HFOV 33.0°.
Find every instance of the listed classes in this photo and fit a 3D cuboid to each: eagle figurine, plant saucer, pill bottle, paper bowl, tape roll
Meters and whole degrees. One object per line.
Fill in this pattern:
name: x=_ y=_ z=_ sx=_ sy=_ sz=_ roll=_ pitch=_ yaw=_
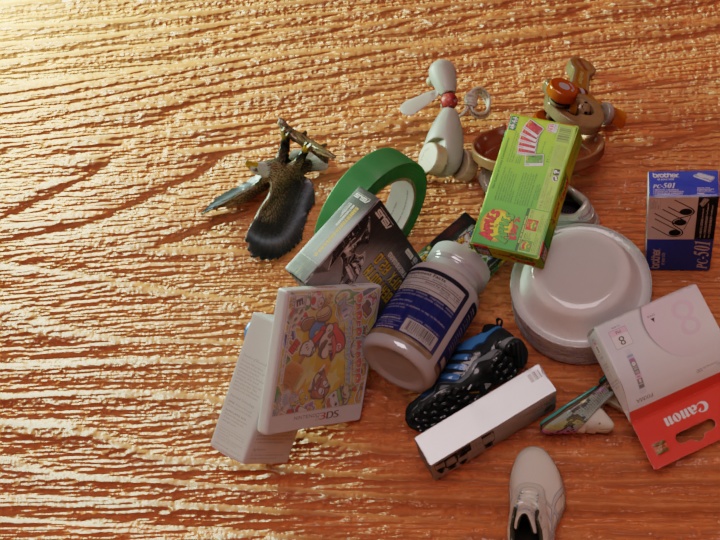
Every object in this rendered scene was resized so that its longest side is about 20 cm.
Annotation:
eagle figurine: x=-0.141 y=-0.133 z=1.912 sx=0.201 sy=0.150 sz=0.152 roll=-60 pitch=19 yaw=11
plant saucer: x=0.268 y=-0.180 z=1.838 sx=0.199 sy=0.032 sz=0.201 roll=-4 pitch=26 yaw=2
pill bottle: x=0.097 y=0.061 z=1.712 sx=0.115 sy=0.116 sz=0.200 roll=23 pitch=60 yaw=22
paper bowl: x=0.313 y=0.023 z=1.727 sx=0.199 sy=0.105 sz=0.202 roll=-5 pitch=59 yaw=9
tape roll: x=0.016 y=-0.082 z=1.789 sx=0.048 sy=0.201 sz=0.201 roll=35 pitch=73 yaw=25

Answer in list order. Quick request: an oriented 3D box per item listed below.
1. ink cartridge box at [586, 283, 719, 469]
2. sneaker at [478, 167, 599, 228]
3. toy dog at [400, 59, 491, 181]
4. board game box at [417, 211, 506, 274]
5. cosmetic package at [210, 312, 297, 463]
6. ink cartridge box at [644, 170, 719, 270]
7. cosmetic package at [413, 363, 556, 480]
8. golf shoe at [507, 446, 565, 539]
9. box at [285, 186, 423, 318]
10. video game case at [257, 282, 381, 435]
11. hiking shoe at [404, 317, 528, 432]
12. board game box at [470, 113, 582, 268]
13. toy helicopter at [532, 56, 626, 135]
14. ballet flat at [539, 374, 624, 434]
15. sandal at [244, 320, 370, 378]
ink cartridge box: x=0.420 y=0.139 z=1.626 sx=0.162 sy=0.057 sz=0.201 roll=-22 pitch=72 yaw=-12
sneaker: x=0.266 y=-0.121 z=1.816 sx=0.199 sy=0.100 sz=0.075 roll=26 pitch=78 yaw=24
toy dog: x=0.121 y=-0.220 z=1.909 sx=0.096 sy=0.132 sz=0.201 roll=-21 pitch=44 yaw=45
board game box: x=0.120 y=0.008 z=1.821 sx=0.200 sy=0.023 sz=0.105 roll=-40 pitch=62 yaw=-11
cosmetic package: x=-0.126 y=0.164 z=1.688 sx=0.074 sy=0.101 sz=0.201 roll=21 pitch=95 yaw=35
ink cartridge box: x=0.445 y=-0.067 z=1.692 sx=0.093 sy=0.200 sz=0.044 roll=0 pitch=61 yaw=12
cosmetic package: x=0.173 y=0.209 z=1.664 sx=0.199 sy=0.083 sz=0.051 roll=-30 pitch=67 yaw=-5
golf shoe: x=0.227 y=0.315 z=1.588 sx=0.078 sy=0.097 sz=0.201 roll=-2 pitch=60 yaw=12
box: x=0.000 y=0.000 z=1.722 sx=0.159 sy=0.200 sz=0.048 roll=-48 pitch=50 yaw=-10
video game case: x=-0.054 y=0.118 z=1.662 sx=0.023 sy=0.181 sz=0.201 roll=19 pitch=105 yaw=42
hiking shoe: x=0.142 y=0.154 z=1.721 sx=0.200 sy=0.075 sz=0.087 roll=-35 pitch=34 yaw=-5
board game box: x=0.234 y=-0.112 z=1.709 sx=0.101 sy=0.048 sz=0.201 roll=14 pitch=77 yaw=22
toy helicopter: x=0.346 y=-0.272 z=1.885 sx=0.132 sy=0.079 sz=0.200 roll=20 pitch=40 yaw=-1
ballet flat: x=0.339 y=0.175 z=1.665 sx=0.200 sy=0.069 sz=0.071 roll=-38 pitch=81 yaw=-11
sandal: x=-0.082 y=0.107 z=1.773 sx=0.199 sy=0.087 sz=0.080 roll=15 pitch=67 yaw=21
